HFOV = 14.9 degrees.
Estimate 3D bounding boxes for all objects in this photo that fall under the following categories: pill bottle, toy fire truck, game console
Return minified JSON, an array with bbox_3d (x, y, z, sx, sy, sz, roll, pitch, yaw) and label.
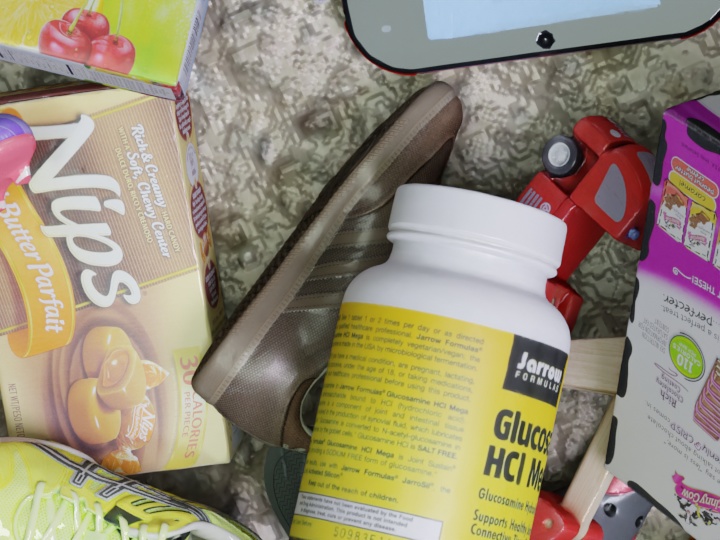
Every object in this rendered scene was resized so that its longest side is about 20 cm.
[{"bbox_3d":[0.036,0.066,1.301,0.112,0.112,0.202,12,84,3],"label":"pill bottle"},{"bbox_3d":[0.103,0.040,1.364,0.200,0.049,0.141,-51,59,12],"label":"toy fire truck"},{"bbox_3d":[0.082,-0.195,1.365,0.198,0.031,0.178,-7,101,6],"label":"game console"}]

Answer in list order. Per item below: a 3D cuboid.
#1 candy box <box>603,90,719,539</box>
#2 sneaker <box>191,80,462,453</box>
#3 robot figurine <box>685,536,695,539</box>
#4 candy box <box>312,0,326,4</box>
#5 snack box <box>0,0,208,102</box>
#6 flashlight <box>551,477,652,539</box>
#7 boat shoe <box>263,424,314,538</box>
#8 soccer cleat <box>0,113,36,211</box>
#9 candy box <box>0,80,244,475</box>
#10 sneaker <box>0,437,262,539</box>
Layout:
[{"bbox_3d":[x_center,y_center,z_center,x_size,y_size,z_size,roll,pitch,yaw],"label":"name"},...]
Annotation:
[{"bbox_3d":[0.188,0.035,1.246,0.136,0.061,0.201,38,134,39],"label":"candy box"},{"bbox_3d":[0.000,0.000,1.380,0.075,0.070,0.200,38,86,-7],"label":"sneaker"},{"bbox_3d":[0.204,0.180,1.340,0.144,0.200,0.059,16,102,1],"label":"robot figurine"},{"bbox_3d":[0.009,-0.254,1.300,0.167,0.072,0.201,-28,92,-9],"label":"candy box"},{"bbox_3d":[-0.132,-0.198,1.347,0.141,0.053,0.202,14,85,1],"label":"snack box"},{"bbox_3d":[0.135,0.089,1.397,0.068,0.068,0.201,31,103,2],"label":"flashlight"},{"bbox_3d":[0.026,0.164,1.394,0.074,0.065,0.203,-45,72,38],"label":"boat shoe"},{"bbox_3d":[-0.237,-0.043,1.373,0.200,0.066,0.077,-30,81,43],"label":"soccer cleat"},{"bbox_3d":[-0.133,0.004,1.411,0.114,0.055,0.202,-8,100,7],"label":"candy box"},{"bbox_3d":[-0.125,0.128,1.358,0.199,0.076,0.076,14,83,-25],"label":"sneaker"}]
